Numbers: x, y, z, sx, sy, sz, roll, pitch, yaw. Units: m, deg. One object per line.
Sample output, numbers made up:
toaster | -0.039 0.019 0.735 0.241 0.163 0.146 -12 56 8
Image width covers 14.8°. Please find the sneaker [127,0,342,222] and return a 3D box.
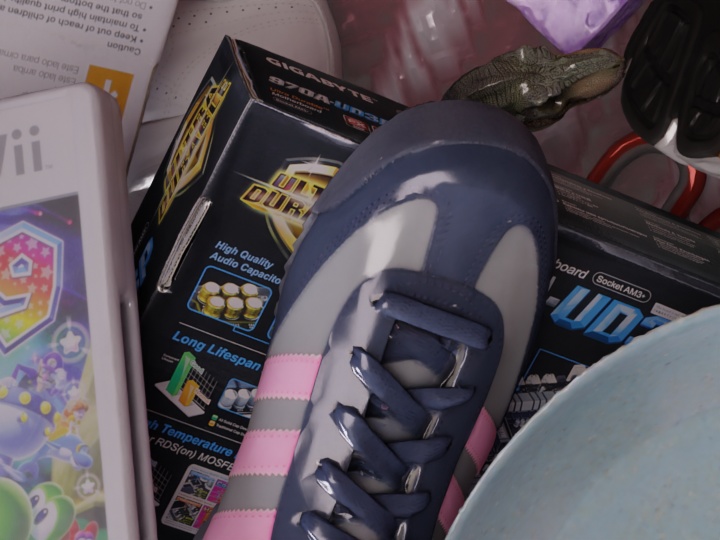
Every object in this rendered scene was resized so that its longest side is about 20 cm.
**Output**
sneaker | -0.100 -0.054 0.835 0.199 0.075 0.089 -7 77 13

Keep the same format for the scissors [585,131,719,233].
scissors | 0.068 0.056 0.827 0.073 0.014 0.200 26 102 7

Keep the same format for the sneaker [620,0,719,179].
sneaker | 0.138 -0.034 0.717 0.092 0.200 0.076 26 106 -27

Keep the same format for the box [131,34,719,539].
box | 0.021 0.046 0.751 0.200 0.046 0.159 20 112 -20

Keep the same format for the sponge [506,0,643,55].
sponge | 0.028 -0.167 0.805 0.200 0.030 0.112 44 104 6

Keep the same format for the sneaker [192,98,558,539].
sneaker | 0.002 0.058 0.679 0.070 0.082 0.200 15 113 -16

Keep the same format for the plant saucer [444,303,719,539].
plant saucer | 0.105 0.096 0.705 0.200 0.039 0.202 -3 106 -11

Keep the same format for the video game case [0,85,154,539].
video game case | -0.120 0.064 0.686 0.143 0.018 0.201 -10 76 17

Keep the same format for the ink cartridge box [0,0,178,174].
ink cartridge box | -0.131 -0.131 0.732 0.196 0.043 0.201 12 104 -27

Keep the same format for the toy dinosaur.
toy dinosaur | 0.000 0.000 0.797 0.047 0.088 0.200 43 105 8
